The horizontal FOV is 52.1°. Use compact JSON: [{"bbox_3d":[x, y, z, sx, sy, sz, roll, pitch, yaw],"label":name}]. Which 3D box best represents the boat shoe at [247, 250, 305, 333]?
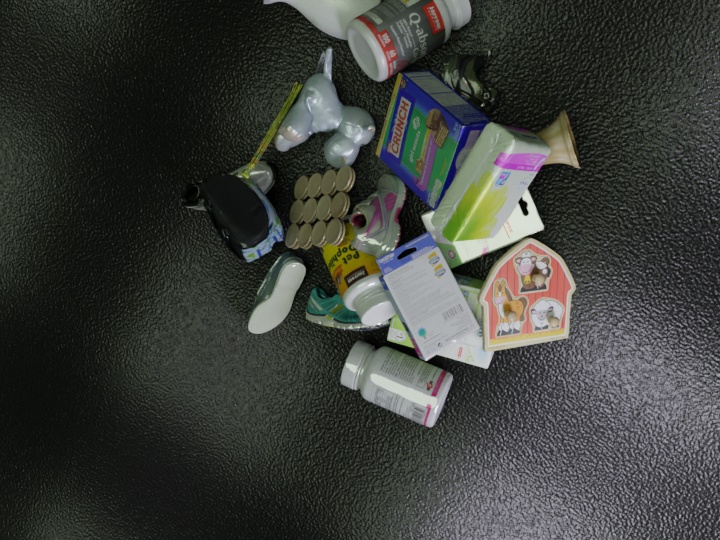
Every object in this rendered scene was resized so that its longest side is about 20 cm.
[{"bbox_3d":[-0.178,0.046,1.532,0.200,0.073,0.062,-57,38,25],"label":"boat shoe"}]

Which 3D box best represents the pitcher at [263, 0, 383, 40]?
[{"bbox_3d":[-0.055,-0.520,1.353,0.200,0.172,0.121,22,150,-1],"label":"pitcher"}]

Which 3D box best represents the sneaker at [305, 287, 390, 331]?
[{"bbox_3d":[-0.030,0.077,1.455,0.200,0.077,0.080,9,92,35],"label":"sneaker"}]

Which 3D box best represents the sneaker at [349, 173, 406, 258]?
[{"bbox_3d":[0.029,-0.109,1.360,0.088,0.200,0.081,16,138,-9],"label":"sneaker"}]

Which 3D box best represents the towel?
[{"bbox_3d":[-0.169,-0.261,1.376,0.018,0.086,0.200,31,93,-15],"label":"towel"}]

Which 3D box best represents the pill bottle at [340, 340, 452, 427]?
[{"bbox_3d":[0.070,0.217,1.443,0.200,0.113,0.114,22,106,13],"label":"pill bottle"}]

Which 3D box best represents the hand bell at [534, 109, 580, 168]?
[{"bbox_3d":[0.277,-0.203,1.307,0.200,0.104,0.104,-16,95,21],"label":"hand bell"}]

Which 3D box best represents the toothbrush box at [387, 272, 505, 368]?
[{"bbox_3d":[0.167,0.082,1.403,0.200,0.086,0.146,15,104,13],"label":"toothbrush box"}]

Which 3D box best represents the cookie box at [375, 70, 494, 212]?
[{"bbox_3d":[0.124,-0.229,1.292,0.200,0.075,0.171,51,138,39],"label":"cookie box"}]

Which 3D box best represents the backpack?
[{"bbox_3d":[-0.221,-0.094,1.434,0.154,0.200,0.163,-31,75,-21],"label":"backpack"}]

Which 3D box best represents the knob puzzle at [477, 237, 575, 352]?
[{"bbox_3d":[0.305,0.041,1.322,0.219,0.030,0.220,-4,104,-18],"label":"knob puzzle"}]

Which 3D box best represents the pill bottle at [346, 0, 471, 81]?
[{"bbox_3d":[0.085,-0.427,1.285,0.200,0.116,0.116,-34,88,-10],"label":"pill bottle"}]

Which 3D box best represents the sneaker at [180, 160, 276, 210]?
[{"bbox_3d":[-0.272,-0.162,1.483,0.200,0.115,0.076,-19,94,20],"label":"sneaker"}]

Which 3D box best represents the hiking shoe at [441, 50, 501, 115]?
[{"bbox_3d":[0.204,-0.292,1.328,0.101,0.076,0.200,-5,102,16],"label":"hiking shoe"}]

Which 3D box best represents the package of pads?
[{"bbox_3d":[0.218,-0.144,1.229,0.068,0.154,0.200,43,117,26],"label":"package of pads"}]

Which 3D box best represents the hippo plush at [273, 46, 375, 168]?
[{"bbox_3d":[-0.055,-0.284,1.397,0.161,0.159,0.200,31,92,-14],"label":"hippo plush"}]

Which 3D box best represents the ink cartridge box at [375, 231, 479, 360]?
[{"bbox_3d":[0.116,0.044,1.315,0.119,0.042,0.200,-28,96,-13],"label":"ink cartridge box"}]

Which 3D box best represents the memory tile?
[{"bbox_3d":[-0.079,-0.116,1.408,0.200,0.017,0.154,-1,77,54],"label":"memory tile"}]

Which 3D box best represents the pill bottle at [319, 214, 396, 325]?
[{"bbox_3d":[0.000,0.000,1.390,0.109,0.109,0.200,-37,59,20],"label":"pill bottle"}]

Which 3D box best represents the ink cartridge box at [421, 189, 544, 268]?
[{"bbox_3d":[0.228,-0.092,1.360,0.200,0.067,0.117,-22,93,21],"label":"ink cartridge box"}]
